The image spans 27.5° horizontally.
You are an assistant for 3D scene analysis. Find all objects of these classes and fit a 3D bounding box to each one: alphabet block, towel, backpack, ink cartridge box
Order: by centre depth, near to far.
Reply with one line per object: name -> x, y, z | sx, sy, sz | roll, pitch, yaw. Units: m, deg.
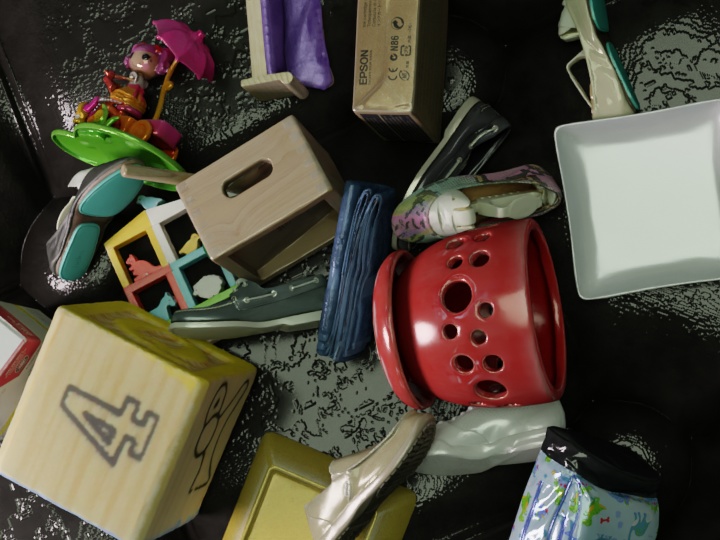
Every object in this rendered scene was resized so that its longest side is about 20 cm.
backpack -> 0.234, 0.291, 1.580 | 0.201, 0.163, 0.154 | -58, 38, 12
alphabet block -> -0.259, 0.165, 1.658 | 0.195, 0.195, 0.201 | 25, 95, 10
towel -> 0.000, 0.000, 1.666 | 0.048, 0.112, 0.201 | 12, 97, 16
ink cartridge box -> 0.048, -0.258, 1.676 | 0.075, 0.165, 0.202 | 1, 83, 13
ink cartridge box -> -0.419, 0.117, 1.704 | 0.083, 0.200, 0.146 | 36, 91, 10

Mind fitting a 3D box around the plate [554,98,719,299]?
plate -> 0.330, -0.079, 1.659 | 0.199, 0.032, 0.201 | -9, 87, 10

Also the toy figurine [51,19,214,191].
toy figurine -> -0.256, -0.215, 1.771 | 0.199, 0.150, 0.185 | 11, 70, 36

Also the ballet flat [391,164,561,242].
ballet flat -> 0.135, -0.072, 1.651 | 0.199, 0.071, 0.070 | -14, 113, -15

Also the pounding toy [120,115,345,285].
pounding toy -> -0.131, -0.084, 1.677 | 0.199, 0.184, 0.143 | -30, 72, 6

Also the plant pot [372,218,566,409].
plant pot -> 0.120, 0.055, 1.613 | 0.181, 0.200, 0.202 | -9, 81, 19

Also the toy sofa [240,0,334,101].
toy sofa -> -0.095, -0.308, 1.753 | 0.097, 0.083, 0.202 | -7, 82, 11

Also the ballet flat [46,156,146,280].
ballet flat -> -0.324, -0.077, 1.750 | 0.200, 0.068, 0.069 | -51, 53, 28

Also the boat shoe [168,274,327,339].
boat shoe -> -0.125, 0.041, 1.697 | 0.199, 0.073, 0.062 | -5, 78, -17

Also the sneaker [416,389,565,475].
sneaker -> 0.132, 0.176, 1.663 | 0.199, 0.075, 0.089 | -9, 64, 9

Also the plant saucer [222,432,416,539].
plant saucer -> -0.062, 0.312, 1.687 | 0.199, 0.048, 0.201 | 21, 87, 12

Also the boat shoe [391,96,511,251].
boat shoe -> 0.104, -0.102, 1.694 | 0.062, 0.073, 0.201 | 29, 85, 16

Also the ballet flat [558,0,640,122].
ballet flat -> 0.261, -0.260, 1.690 | 0.069, 0.069, 0.201 | -17, 80, 8

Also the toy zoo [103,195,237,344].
toy zoo -> -0.224, 0.000, 1.771 | 0.131, 0.020, 0.201 | -28, 79, 7

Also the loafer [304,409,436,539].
loafer -> 0.004, 0.222, 1.613 | 0.068, 0.076, 0.200 | 44, 102, 20
